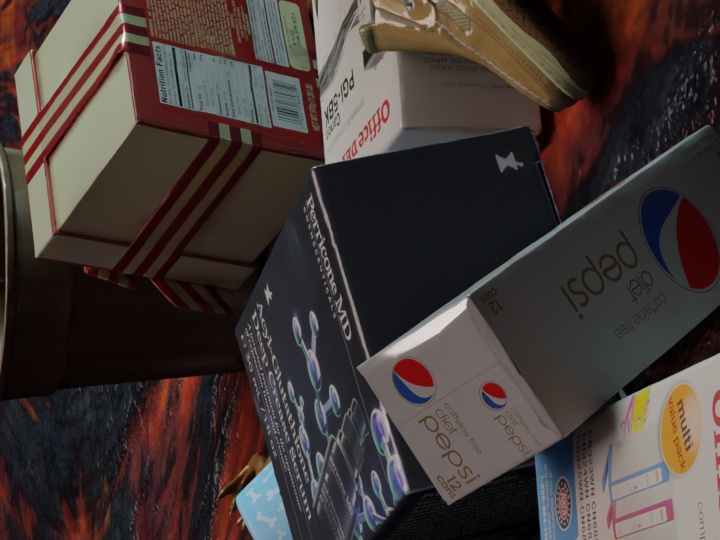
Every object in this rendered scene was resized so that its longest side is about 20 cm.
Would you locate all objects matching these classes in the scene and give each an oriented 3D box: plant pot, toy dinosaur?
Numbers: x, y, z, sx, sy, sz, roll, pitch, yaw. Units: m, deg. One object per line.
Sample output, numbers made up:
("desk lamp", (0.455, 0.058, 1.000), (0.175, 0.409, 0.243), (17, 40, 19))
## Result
("plant pot", (-0.188, 0.005, 1.717), (0.200, 0.197, 0.202), (-178, 90, -73))
("toy dinosaur", (-0.039, 0.120, 1.481), (0.106, 0.060, 0.201), (-37, 33, 48))

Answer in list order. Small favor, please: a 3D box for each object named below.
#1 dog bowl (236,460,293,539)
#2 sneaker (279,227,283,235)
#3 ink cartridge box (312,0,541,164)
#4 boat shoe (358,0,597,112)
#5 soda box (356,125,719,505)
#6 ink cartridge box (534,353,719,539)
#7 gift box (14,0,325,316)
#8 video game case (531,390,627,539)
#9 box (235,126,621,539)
("dog bowl", (-0.005, 0.177, 1.219), (0.201, 0.049, 0.112), (60, 177, -37))
("sneaker", (0.000, 0.000, 1.292), (0.200, 0.084, 0.075), (163, 88, -82))
("ink cartridge box", (0.031, -0.141, 1.250), (0.147, 0.082, 0.202), (130, 138, -64))
("boat shoe", (0.031, -0.138, 1.141), (0.200, 0.072, 0.076), (44, 103, 19))
("soda box", (0.089, 0.013, 0.882), (0.068, 0.200, 0.064), (-35, 89, 41))
("ink cartridge box", (0.158, 0.101, 0.787), (0.200, 0.124, 0.130), (139, 130, -66))
("gift box", (-0.124, -0.090, 1.579), (0.187, 0.199, 0.186), (-45, 40, 42))
("video game case", (0.059, 0.089, 1.161), (0.182, 0.045, 0.201), (56, 142, 39))
("box", (0.026, 0.050, 1.019), (0.200, 0.106, 0.149), (120, 136, -64))
